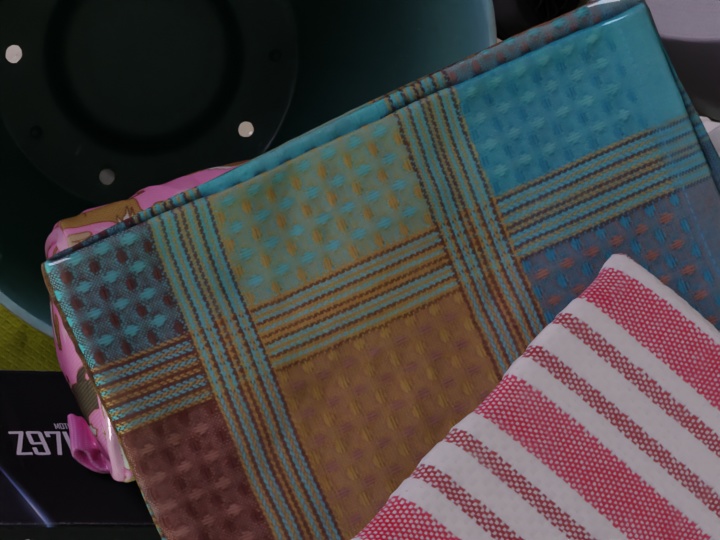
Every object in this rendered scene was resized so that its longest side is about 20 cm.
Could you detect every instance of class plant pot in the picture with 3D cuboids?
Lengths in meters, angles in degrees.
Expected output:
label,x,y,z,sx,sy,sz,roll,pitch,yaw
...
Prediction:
label,x,y,z,sx,sy,sz,roll,pitch,yaw
plant pot,-0.068,-0.074,0.851,0.201,0.200,0.161,-51,12,-4

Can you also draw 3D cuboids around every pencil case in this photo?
label,x,y,z,sx,sy,sz,roll,pitch,yaw
pencil case,0.000,0.000,0.746,0.198,0.083,0.087,-15,85,-13

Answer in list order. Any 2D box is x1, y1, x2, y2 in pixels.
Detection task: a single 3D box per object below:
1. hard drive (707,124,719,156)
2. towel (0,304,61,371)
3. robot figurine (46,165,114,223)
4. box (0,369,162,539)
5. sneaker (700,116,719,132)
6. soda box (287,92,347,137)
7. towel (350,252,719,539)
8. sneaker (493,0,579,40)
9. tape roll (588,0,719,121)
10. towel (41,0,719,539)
label,x,y,z,sx,sy,sz,roll,pitch,yaw
hard drive,0.196,0.014,0.726,0.131,0.026,0.201,-36,71,13
towel,-0.148,0.106,0.851,0.201,0.086,0.018,-53,16,9
robot figurine,-0.135,0.016,0.994,0.201,0.112,0.170,-103,30,-43
box,-0.120,0.138,0.795,0.086,0.162,0.201,54,135,50
sneaker,0.145,-0.031,0.836,0.199,0.076,0.116,22,66,32
soda box,0.021,-0.036,0.938,0.063,0.068,0.201,-33,44,16
towel,0.070,0.098,0.632,0.200,0.146,0.030,-44,-6,-37
sneaker,0.043,-0.164,1.026,0.104,0.060,0.201,-14,47,30
tape roll,0.173,-0.151,0.901,0.199,0.066,0.202,-22,48,27
towel,0.026,0.021,0.697,0.199,0.148,0.022,-25,-2,-13
